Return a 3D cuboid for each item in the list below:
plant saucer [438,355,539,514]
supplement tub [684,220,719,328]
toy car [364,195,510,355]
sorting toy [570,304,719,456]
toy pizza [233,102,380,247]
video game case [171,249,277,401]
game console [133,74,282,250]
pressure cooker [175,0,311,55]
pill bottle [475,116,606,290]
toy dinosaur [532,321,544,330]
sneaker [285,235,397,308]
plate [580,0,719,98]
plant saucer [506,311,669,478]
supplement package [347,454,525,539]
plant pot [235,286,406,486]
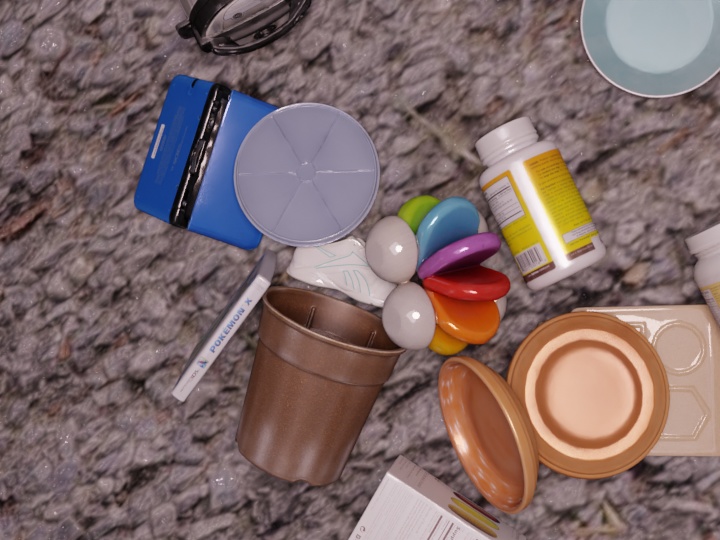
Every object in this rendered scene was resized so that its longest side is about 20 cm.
[{"bbox_3d":[0.160,0.198,1.114,0.037,0.200,0.203,-19,84,-20],"label":"plant saucer"},{"bbox_3d":[0.483,0.025,1.060,0.144,0.145,0.202,-27,84,10],"label":"supplement tub"},{"bbox_3d":[0.113,-0.001,1.109,0.173,0.149,0.203,-12,85,-34],"label":"toy car"},{"bbox_3d":[0.364,0.139,1.143,0.196,0.036,0.189,-2,89,7],"label":"sorting toy"},{"bbox_3d":[-0.072,-0.128,1.217,0.196,0.032,0.204,0,77,1],"label":"toy pizza"},{"bbox_3d":[-0.172,0.064,1.172,0.022,0.200,0.183,36,97,-9],"label":"video game case"},{"bbox_3d":[-0.206,-0.153,1.272,0.169,0.117,0.203,22,93,42],"label":"game console"},{"bbox_3d":[-0.160,-0.389,1.189,0.175,0.177,0.202,-31,82,44],"label":"pressure cooker"},{"bbox_3d":[0.220,-0.085,1.135,0.108,0.109,0.202,-25,84,10],"label":"pill bottle"},{"bbox_3d":[0.222,0.169,1.155,0.087,0.047,0.203,-16,76,29],"label":"toy dinosaur"},{"bbox_3d":[0.000,0.000,1.201,0.197,0.070,0.081,20,90,12],"label":"sneaker"},{"bbox_3d":[0.380,-0.319,1.148,0.197,0.026,0.204,0,88,11],"label":"plate"},{"bbox_3d":[0.276,0.150,1.098,0.196,0.037,0.204,-1,82,9],"label":"plant saucer"},{"bbox_3d":[0.100,0.345,1.152,0.198,0.114,0.111,31,96,9],"label":"supplement package"},{"bbox_3d":[-0.062,0.151,1.160,0.198,0.200,0.201,22,102,11],"label":"plant pot"}]
